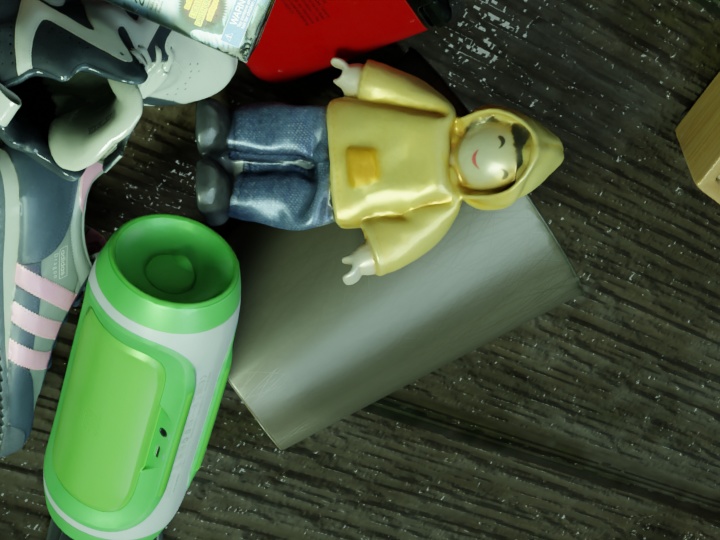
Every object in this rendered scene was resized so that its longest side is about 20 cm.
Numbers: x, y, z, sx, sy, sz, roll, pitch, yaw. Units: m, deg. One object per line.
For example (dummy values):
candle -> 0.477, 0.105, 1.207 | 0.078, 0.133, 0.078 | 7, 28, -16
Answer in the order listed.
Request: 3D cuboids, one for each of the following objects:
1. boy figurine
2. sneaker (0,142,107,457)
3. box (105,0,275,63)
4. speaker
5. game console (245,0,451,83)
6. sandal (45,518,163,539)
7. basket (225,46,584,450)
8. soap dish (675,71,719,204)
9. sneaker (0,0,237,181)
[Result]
boy figurine -> 0.011, -0.054, 1.429 | 0.064, 0.199, 0.125 | 41, 51, -79
sneaker -> -0.175, 0.016, 1.433 | 0.082, 0.070, 0.201 | -15, 133, -29
box -> -0.079, -0.220, 1.280 | 0.136, 0.040, 0.201 | 23, 113, -1
speaker -> -0.123, 0.065, 1.451 | 0.088, 0.089, 0.201 | -14, 141, -32
game console -> -0.024, -0.220, 1.406 | 0.172, 0.119, 0.200 | -19, 143, 18
sandal -> -0.151, 0.149, 1.585 | 0.076, 0.043, 0.201 | -19, 133, -28
basket -> 0.000, 0.000, 1.522 | 0.200, 0.136, 0.181 | -36, 108, -3
soap dish -> 0.310, -0.117, 1.725 | 0.200, 0.081, 0.157 | -53, 140, 8
sneaker -> -0.127, -0.091, 1.330 | 0.199, 0.130, 0.080 | 17, 123, -46
